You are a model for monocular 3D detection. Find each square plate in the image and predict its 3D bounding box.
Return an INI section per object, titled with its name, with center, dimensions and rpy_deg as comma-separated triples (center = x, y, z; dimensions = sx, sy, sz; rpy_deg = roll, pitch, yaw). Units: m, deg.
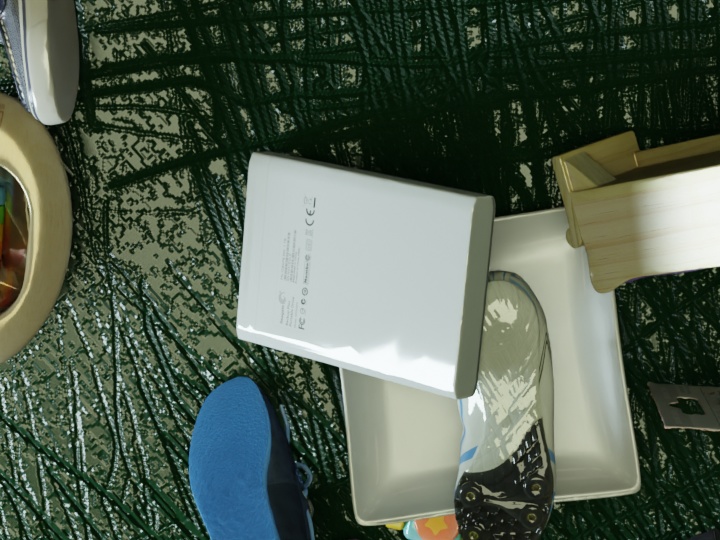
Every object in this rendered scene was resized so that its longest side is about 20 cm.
[square plate]
center = 0.083, 0.065, 1.570
dimensions = 0.197, 0.028, 0.201
rpy_deg = -7, 84, 2

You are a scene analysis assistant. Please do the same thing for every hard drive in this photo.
[hard drive]
center = 0.000, 0.000, 1.525
dimensions = 0.199, 0.027, 0.133
rpy_deg = 14, 103, 41

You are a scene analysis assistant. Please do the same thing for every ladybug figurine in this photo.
[ladybug figurine]
center = -0.262, -0.032, 1.570
dimensions = 0.135, 0.072, 0.201
rpy_deg = 11, 101, 0

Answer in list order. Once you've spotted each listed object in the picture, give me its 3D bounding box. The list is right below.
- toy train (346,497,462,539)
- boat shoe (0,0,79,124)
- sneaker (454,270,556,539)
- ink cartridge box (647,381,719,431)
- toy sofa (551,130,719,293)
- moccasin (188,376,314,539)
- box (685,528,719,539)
[toy train]
center = -0.003, 0.178, 1.604
dimensions = 0.200, 0.056, 0.150
rpy_deg = -39, 97, 9
[boat shoe]
center = -0.248, -0.192, 1.537
dimensions = 0.092, 0.075, 0.201
rpy_deg = -8, 84, 10
[sneaker]
center = 0.097, 0.099, 1.524
dimensions = 0.071, 0.072, 0.201
rpy_deg = 1, 99, 11
[ink cartridge box]
center = 0.295, 0.115, 1.523
dimensions = 0.199, 0.161, 0.050
rpy_deg = 2, 97, 3
[toy sofa]
center = 0.227, -0.051, 1.480
dimensions = 0.199, 0.083, 0.098
rpy_deg = -11, 98, 49
[moccasin]
center = -0.071, 0.168, 1.561
dimensions = 0.080, 0.201, 0.068
rpy_deg = -26, 139, 21
[box]
center = 0.235, 0.301, 1.588
dimensions = 0.122, 0.106, 0.201
rpy_deg = -21, 98, 5
